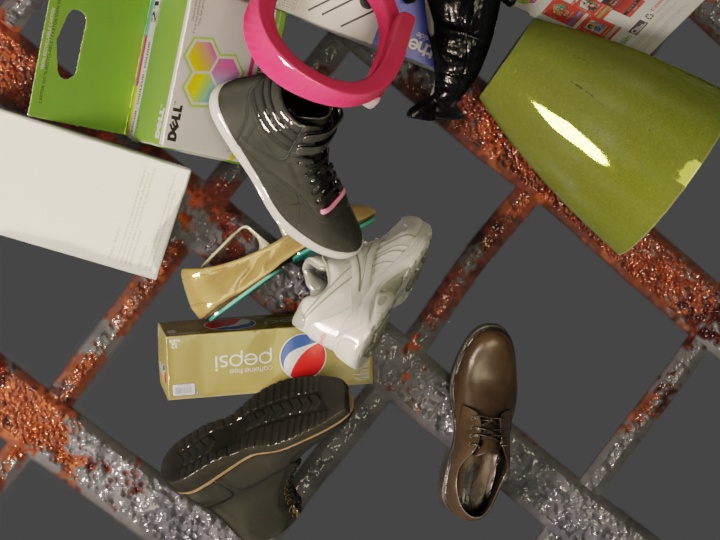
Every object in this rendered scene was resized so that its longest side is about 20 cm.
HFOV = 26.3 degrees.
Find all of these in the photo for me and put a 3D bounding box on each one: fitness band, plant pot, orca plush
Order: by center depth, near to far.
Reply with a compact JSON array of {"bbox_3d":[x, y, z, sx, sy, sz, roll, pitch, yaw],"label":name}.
[{"bbox_3d":[-0.027,-0.219,1.358,0.144,0.037,0.200,31,45,-12],"label":"fitness band"},{"bbox_3d":[0.082,-0.232,1.418,0.105,0.071,0.200,21,107,-1],"label":"orca plush"},{"bbox_3d":[0.222,-0.149,1.478,0.200,0.187,0.187,35,88,-2],"label":"plant pot"}]

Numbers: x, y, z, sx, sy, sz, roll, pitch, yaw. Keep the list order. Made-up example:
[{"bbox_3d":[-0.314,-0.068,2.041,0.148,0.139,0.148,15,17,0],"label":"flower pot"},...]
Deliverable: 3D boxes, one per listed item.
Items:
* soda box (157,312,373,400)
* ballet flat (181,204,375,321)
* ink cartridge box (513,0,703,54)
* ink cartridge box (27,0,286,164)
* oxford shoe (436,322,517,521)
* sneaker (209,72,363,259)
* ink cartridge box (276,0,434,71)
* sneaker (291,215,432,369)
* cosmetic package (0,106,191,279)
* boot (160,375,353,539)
[{"bbox_3d":[-0.090,0.079,1.474,0.200,0.068,0.064,-3,101,-13],"label":"soda box"},{"bbox_3d":[-0.080,-0.025,1.467,0.200,0.069,0.063,-31,89,-10],"label":"ballet flat"},{"bbox_3d":[0.243,-0.307,1.434,0.176,0.200,0.084,20,58,-16],"label":"ink cartridge box"},{"bbox_3d":[-0.181,-0.185,1.380,0.200,0.076,0.148,9,95,-37],"label":"ink cartridge box"},{"bbox_3d":[0.127,0.153,1.531,0.073,0.084,0.200,4,95,-13],"label":"oxford shoe"},{"bbox_3d":[-0.043,-0.095,1.362,0.200,0.099,0.071,53,50,-17],"label":"sneaker"},{"bbox_3d":[0.013,-0.263,1.467,0.200,0.044,0.094,18,94,-16],"label":"ink cartridge box"},{"bbox_3d":[0.000,0.000,1.448,0.099,0.200,0.078,26,131,7],"label":"sneaker"},{"bbox_3d":[-0.268,-0.073,1.405,0.200,0.081,0.113,19,92,-14],"label":"cosmetic package"},{"bbox_3d":[-0.068,0.183,1.459,0.200,0.077,0.138,-23,129,22],"label":"boot"}]
